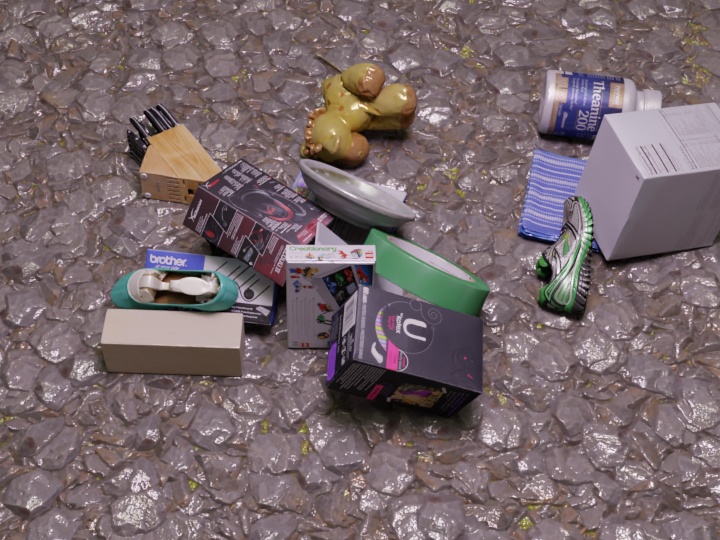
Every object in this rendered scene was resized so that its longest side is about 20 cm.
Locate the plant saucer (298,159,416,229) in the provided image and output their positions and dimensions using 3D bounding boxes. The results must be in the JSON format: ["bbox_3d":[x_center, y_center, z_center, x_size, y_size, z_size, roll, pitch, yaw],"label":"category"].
[{"bbox_3d":[-0.013,-0.108,1.771,0.199,0.050,0.200,26,11,-5],"label":"plant saucer"}]

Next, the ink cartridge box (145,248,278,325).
[{"bbox_3d":[-0.226,0.025,1.731,0.199,0.044,0.095,6,89,4],"label":"ink cartridge box"}]

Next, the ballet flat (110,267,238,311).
[{"bbox_3d":[-0.278,0.022,1.669,0.199,0.070,0.068,1,71,11],"label":"ballet flat"}]

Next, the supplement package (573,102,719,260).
[{"bbox_3d":[0.475,-0.141,1.816,0.199,0.192,0.147,-8,52,-17],"label":"supplement package"}]

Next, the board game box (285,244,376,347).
[{"bbox_3d":[-0.044,0.041,1.657,0.126,0.200,0.035,0,49,-3],"label":"board game box"}]

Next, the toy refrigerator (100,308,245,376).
[{"bbox_3d":[-0.271,0.103,1.677,0.199,0.076,0.070,1,52,-1],"label":"toy refrigerator"}]

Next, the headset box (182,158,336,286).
[{"bbox_3d":[-0.139,-0.069,1.709,0.200,0.075,0.149,31,29,6],"label":"headset box"}]

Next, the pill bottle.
[{"bbox_3d":[0.413,-0.282,1.987,0.199,0.111,0.111,7,52,4],"label":"pill bottle"}]

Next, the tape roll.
[{"bbox_3d":[0.095,0.003,1.708,0.200,0.200,0.048,30,98,20],"label":"tape roll"}]

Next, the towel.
[{"bbox_3d":[0.346,-0.119,1.913,0.144,0.024,0.201,12,52,6],"label":"towel"}]

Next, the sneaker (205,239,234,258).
[{"bbox_3d":[-0.207,-0.072,1.818,0.083,0.077,0.201,10,51,0],"label":"sneaker"}]

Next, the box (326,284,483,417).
[{"bbox_3d":[0.064,0.116,1.615,0.199,0.106,0.123,15,57,-18],"label":"box"}]

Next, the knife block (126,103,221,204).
[{"bbox_3d":[-0.299,-0.199,1.921,0.199,0.064,0.176,9,53,5],"label":"knife block"}]

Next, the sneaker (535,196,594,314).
[{"bbox_3d":[0.320,-0.031,1.795,0.085,0.078,0.201,7,62,8],"label":"sneaker"}]

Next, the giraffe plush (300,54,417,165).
[{"bbox_3d":[-0.021,-0.250,1.933,0.199,0.173,0.163,24,75,3],"label":"giraffe plush"}]

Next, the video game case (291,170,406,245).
[{"bbox_3d":[-0.043,-0.069,1.842,0.181,0.046,0.200,18,53,10],"label":"video game case"}]

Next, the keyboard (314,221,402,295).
[{"bbox_3d":[0.000,0.000,1.722,0.011,0.200,0.056,-30,40,28],"label":"keyboard"}]
